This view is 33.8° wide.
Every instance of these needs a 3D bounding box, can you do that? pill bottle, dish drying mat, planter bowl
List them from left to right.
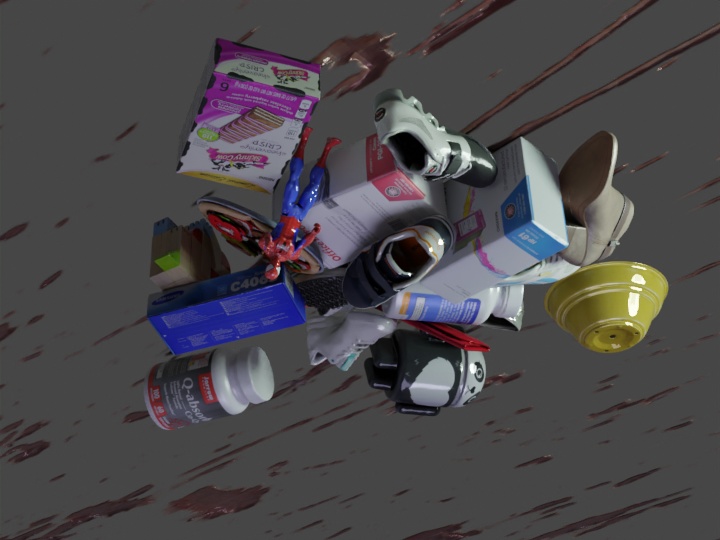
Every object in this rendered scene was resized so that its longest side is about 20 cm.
[{"bbox_3d":[-0.255,0.194,2.003,0.199,0.116,0.116,-16,144,19],"label":"pill bottle"},{"bbox_3d":[0.101,0.079,1.816,0.199,0.018,0.077,24,-172,36],"label":"dish drying mat"},{"bbox_3d":[0.137,0.023,1.774,0.199,0.113,0.112,5,146,-11],"label":"pill bottle"},{"bbox_3d":[0.397,0.075,1.893,0.199,0.084,0.201,-1,147,-1],"label":"planter bowl"}]

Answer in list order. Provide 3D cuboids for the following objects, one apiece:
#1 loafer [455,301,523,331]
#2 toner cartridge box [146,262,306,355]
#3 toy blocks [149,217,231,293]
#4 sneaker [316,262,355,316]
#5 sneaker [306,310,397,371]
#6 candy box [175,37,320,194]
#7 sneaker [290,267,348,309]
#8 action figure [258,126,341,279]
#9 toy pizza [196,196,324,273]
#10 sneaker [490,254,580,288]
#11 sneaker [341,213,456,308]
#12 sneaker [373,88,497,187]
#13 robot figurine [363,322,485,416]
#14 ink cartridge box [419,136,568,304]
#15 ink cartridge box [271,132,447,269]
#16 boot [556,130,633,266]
[{"bbox_3d":[0.163,0.056,1.860,0.199,0.070,0.070,7,149,-11],"label":"loafer"},{"bbox_3d":[-0.183,0.053,1.631,0.199,0.043,0.095,-14,138,10],"label":"toner cartridge box"},{"bbox_3d":[-0.234,-0.009,1.694,0.099,0.137,0.200,-21,137,19],"label":"toy blocks"},{"bbox_3d":[0.000,0.000,1.781,0.079,0.074,0.200,-2,152,-31],"label":"sneaker"},{"bbox_3d":[-0.014,0.113,1.869,0.075,0.089,0.199,16,163,-35],"label":"sneaker"},{"bbox_3d":[-0.143,-0.188,1.486,0.136,0.061,0.200,12,144,-16],"label":"candy box"},{"bbox_3d":[-0.077,0.010,1.755,0.199,0.094,0.070,-16,134,34],"label":"sneaker"},{"bbox_3d":[-0.078,-0.081,1.509,0.065,0.201,0.099,20,180,-16],"label":"action figure"},{"bbox_3d":[-0.142,-0.040,1.643,0.199,0.032,0.200,26,168,6],"label":"toy pizza"},{"bbox_3d":[0.252,-0.016,1.709,0.199,0.077,0.081,-14,177,-18],"label":"sneaker"},{"bbox_3d":[0.036,-0.005,1.590,0.200,0.079,0.079,-39,91,34],"label":"sneaker"},{"bbox_3d":[0.094,-0.144,1.519,0.199,0.089,0.074,28,134,-26],"label":"sneaker"},{"bbox_3d":[0.110,0.164,1.969,0.199,0.126,0.150,8,158,-14],"label":"robot figurine"},{"bbox_3d":[0.172,-0.065,1.615,0.084,0.145,0.200,27,136,-36],"label":"ink cartridge box"},{"bbox_3d":[-0.002,-0.094,1.616,0.199,0.085,0.146,-22,141,24],"label":"ink cartridge box"},{"bbox_3d":[0.332,-0.096,1.644,0.146,0.070,0.201,3,124,-45],"label":"boot"}]
